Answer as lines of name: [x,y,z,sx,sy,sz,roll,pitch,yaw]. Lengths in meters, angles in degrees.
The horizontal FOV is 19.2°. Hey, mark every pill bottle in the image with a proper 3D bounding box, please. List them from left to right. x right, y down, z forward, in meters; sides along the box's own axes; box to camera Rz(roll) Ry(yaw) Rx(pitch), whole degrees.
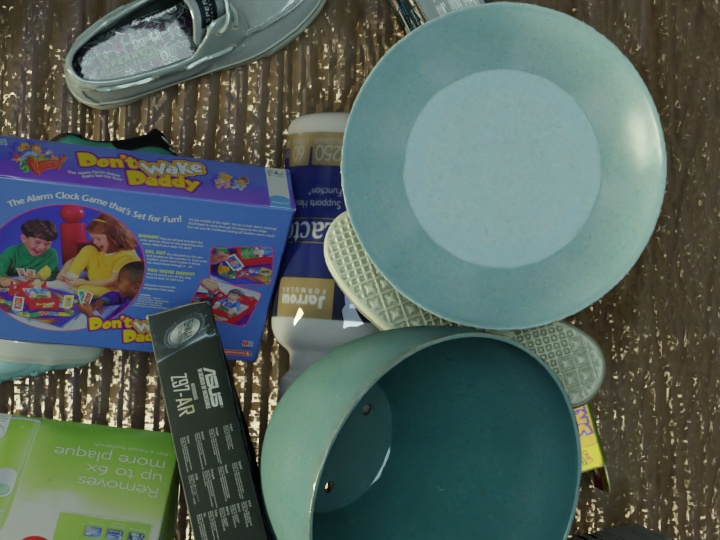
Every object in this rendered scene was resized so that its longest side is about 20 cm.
pill bottle: [0.000,0.000,1.431,0.115,0.116,0.201,5,86,-1]

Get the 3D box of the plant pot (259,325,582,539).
plant pot: [0.017,0.121,1.299,0.199,0.135,0.201,-9,107,-33]

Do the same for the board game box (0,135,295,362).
board game box: [-0.154,-0.012,1.404,0.199,0.045,0.135,6,127,-14]

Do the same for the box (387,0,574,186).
box: [0.069,-0.145,1.420,0.046,0.159,0.201,-28,87,-2]

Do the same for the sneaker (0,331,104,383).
sneaker: [-0.274,0.060,1.457,0.199,0.074,0.082,2,123,-9]

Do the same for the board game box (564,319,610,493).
board game box: [0.129,0.054,1.441,0.030,0.096,0.201,-18,87,-1]

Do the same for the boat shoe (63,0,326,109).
boat shoe: [-0.111,-0.168,1.461,0.200,0.072,0.070,-25,88,-2]

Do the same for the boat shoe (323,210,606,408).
boat shoe: [0.064,0.027,1.363,0.200,0.062,0.075,29,84,-2]

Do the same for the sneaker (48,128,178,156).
sneaker: [-0.217,-0.046,1.455,0.199,0.072,0.080,-10,49,2]

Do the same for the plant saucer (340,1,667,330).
plant saucer: [0.088,-0.064,1.318,0.200,0.039,0.202,0,89,3]

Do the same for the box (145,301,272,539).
box: [-0.085,0.145,1.357,0.043,0.161,0.200,-15,49,-3]

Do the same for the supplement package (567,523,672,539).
supplement package: [0.114,0.282,1.402,0.199,0.147,0.192,-11,87,-3]

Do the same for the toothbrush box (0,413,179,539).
toothbrush box: [-0.200,0.187,1.370,0.145,0.200,0.086,7,124,1]
